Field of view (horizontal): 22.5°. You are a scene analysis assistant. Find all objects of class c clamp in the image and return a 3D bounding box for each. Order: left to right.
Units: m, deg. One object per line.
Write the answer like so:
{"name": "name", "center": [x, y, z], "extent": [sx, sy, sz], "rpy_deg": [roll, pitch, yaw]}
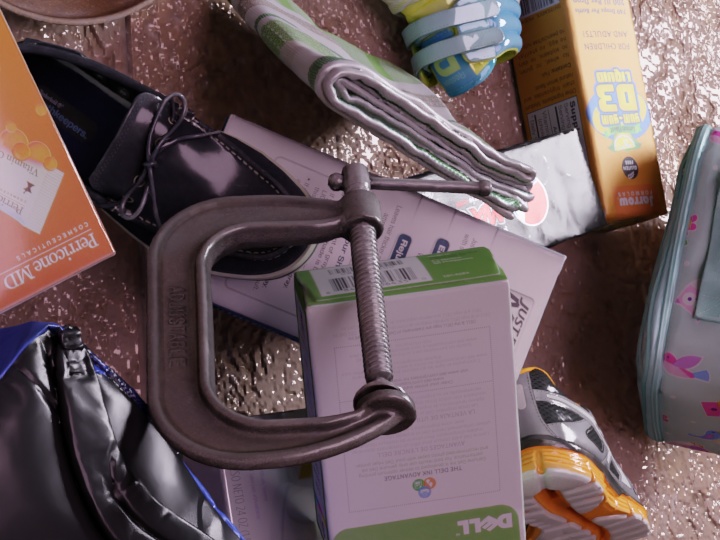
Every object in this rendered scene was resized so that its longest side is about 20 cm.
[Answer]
{"name": "c clamp", "center": [-0.018, 0.015, 0.851], "extent": [0.170, 0.027, 0.200], "rpy_deg": [3, 45, -2]}

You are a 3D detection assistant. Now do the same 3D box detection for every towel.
{"name": "towel", "center": [0.006, -0.107, 1.010], "extent": [0.149, 0.200, 0.031], "rpy_deg": [30, 101, -30]}

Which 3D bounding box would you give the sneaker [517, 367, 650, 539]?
{"name": "sneaker", "center": [0.123, 0.120, 1.079], "extent": [0.200, 0.078, 0.078], "rpy_deg": [59, 18, -62]}

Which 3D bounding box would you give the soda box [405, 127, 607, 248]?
{"name": "soda box", "center": [0.059, -0.029, 1.111], "extent": [0.200, 0.063, 0.071], "rpy_deg": [-19, 92, -39]}

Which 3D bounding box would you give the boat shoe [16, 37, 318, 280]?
{"name": "boat shoe", "center": [-0.112, -0.057, 0.926], "extent": [0.200, 0.062, 0.075], "rpy_deg": [31, 86, 4]}

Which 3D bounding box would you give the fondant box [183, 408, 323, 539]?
{"name": "fondant box", "center": [-0.006, 0.147, 1.019], "extent": [0.199, 0.058, 0.145], "rpy_deg": [-4, 82, -41]}

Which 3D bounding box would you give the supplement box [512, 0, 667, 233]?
{"name": "supplement box", "center": [0.147, -0.126, 1.205], "extent": [0.066, 0.069, 0.201], "rpy_deg": [-7, 86, -38]}

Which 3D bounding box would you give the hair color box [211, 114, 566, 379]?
{"name": "hair color box", "center": [0.000, 0.000, 0.993], "extent": [0.199, 0.061, 0.100], "rpy_deg": [23, 86, -5]}

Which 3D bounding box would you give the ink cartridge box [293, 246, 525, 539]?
{"name": "ink cartridge box", "center": [0.028, 0.095, 0.937], "extent": [0.103, 0.059, 0.201], "rpy_deg": [-8, 108, -7]}

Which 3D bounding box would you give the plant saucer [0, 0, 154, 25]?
{"name": "plant saucer", "center": [-0.170, -0.231, 0.979], "extent": [0.200, 0.037, 0.201], "rpy_deg": [1, 89, -37]}

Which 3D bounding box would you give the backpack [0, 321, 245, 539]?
{"name": "backpack", "center": [-0.147, 0.141, 0.834], "extent": [0.200, 0.168, 0.163], "rpy_deg": [49, 61, -22]}

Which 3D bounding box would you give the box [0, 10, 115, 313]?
{"name": "box", "center": [-0.227, -0.065, 0.861], "extent": [0.124, 0.097, 0.201], "rpy_deg": [-30, 99, -33]}

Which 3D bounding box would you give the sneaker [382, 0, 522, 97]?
{"name": "sneaker", "center": [0.031, -0.179, 1.117], "extent": [0.199, 0.079, 0.131], "rpy_deg": [9, 72, -36]}

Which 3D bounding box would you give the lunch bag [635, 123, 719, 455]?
{"name": "lunch bag", "center": [0.233, 0.008, 1.188], "extent": [0.161, 0.077, 0.201], "rpy_deg": [62, 39, -62]}
